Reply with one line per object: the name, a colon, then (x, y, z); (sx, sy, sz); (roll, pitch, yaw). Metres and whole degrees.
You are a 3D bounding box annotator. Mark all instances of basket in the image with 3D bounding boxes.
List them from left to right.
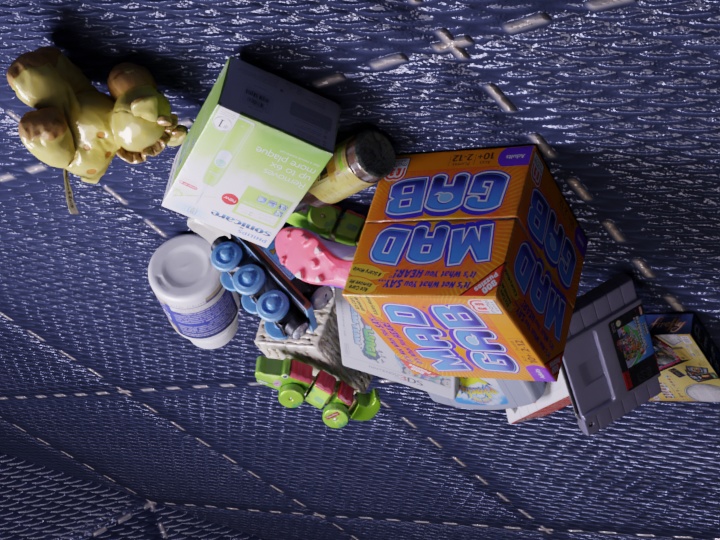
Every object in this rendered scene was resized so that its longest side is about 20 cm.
basket: (-0.061, 0.111, 1.723); (0.135, 0.124, 0.200); (2, 149, 29)

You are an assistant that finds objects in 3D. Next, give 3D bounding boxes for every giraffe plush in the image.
giraffe plush: (-0.303, -0.185, 1.305); (0.161, 0.173, 0.202); (-15, 104, 10)

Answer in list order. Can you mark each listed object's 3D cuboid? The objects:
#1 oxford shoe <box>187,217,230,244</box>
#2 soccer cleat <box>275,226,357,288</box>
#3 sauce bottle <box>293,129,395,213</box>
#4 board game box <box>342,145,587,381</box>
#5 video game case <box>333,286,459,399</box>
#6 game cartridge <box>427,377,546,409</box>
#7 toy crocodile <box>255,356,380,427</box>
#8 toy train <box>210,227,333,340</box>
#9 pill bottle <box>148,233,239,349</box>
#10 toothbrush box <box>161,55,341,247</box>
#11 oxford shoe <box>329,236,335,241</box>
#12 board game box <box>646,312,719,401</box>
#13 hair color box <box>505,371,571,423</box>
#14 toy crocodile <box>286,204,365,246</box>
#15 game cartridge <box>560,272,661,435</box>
oxford shoe: (-0.173, -0.022, 1.620); (0.199, 0.058, 0.075); (34, 152, -24)
soccer cleat: (-0.024, -0.010, 1.421); (0.199, 0.067, 0.076); (19, -163, 32)
sauce bottle: (-0.038, -0.115, 1.350); (0.064, 0.065, 0.199); (32, 149, -25)
board game box: (0.132, -0.005, 1.300); (0.199, 0.201, 0.200); (-1, 148, 32)
video game case: (0.052, 0.090, 1.526); (0.181, 0.024, 0.201); (16, 139, 19)
game cartridge: (0.160, 0.144, 1.558); (0.199, 0.041, 0.134); (-6, 131, 42)
toy crocodile: (-0.065, 0.177, 1.636); (0.199, 0.068, 0.062); (25, 125, -11)
toy train: (-0.122, 0.006, 1.506); (0.200, 0.114, 0.087); (44, 165, 26)
pill bottle: (-0.255, 0.042, 1.720); (0.119, 0.120, 0.200); (12, 152, 13)
toothbrush box: (-0.132, -0.136, 1.292); (0.145, 0.087, 0.200); (22, 141, -18)
oxford shoe: (0.000, 0.000, 1.531); (0.199, 0.073, 0.071); (26, 152, -14)
board game box: (0.436, 0.125, 1.533); (0.135, 0.035, 0.200); (-3, 146, 36)
hair color box: (0.272, 0.143, 1.574); (0.063, 0.112, 0.200); (-6, 163, -24)
toy crocodile: (-0.019, -0.056, 1.467); (0.199, 0.062, 0.068); (22, 152, 2)
game cartridge: (0.326, 0.113, 1.434); (0.201, 0.129, 0.038); (66, 174, -31)
